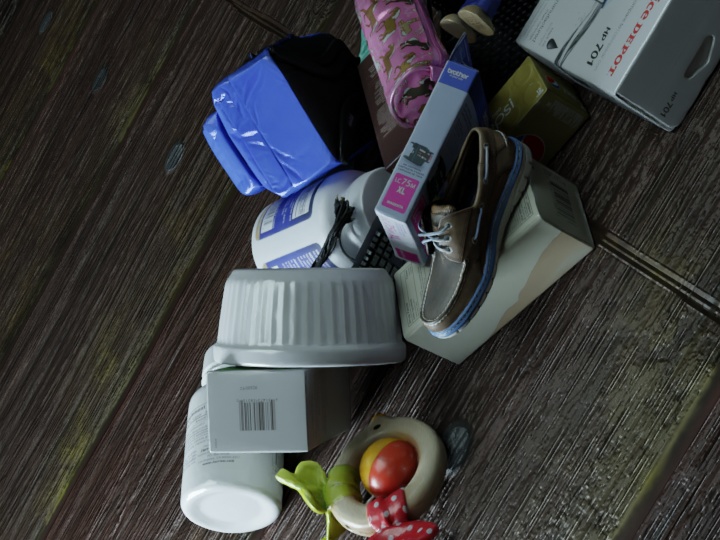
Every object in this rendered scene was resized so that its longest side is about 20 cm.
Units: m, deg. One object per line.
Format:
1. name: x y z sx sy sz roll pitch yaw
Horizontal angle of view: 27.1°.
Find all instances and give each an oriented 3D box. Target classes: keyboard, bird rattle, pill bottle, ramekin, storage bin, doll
1. keyboard: 0.000 0.000 1.597 0.127 0.021 0.201 39 126 18
2. bird rattle: 0.017 0.213 1.462 0.164 0.113 0.199 -54 30 -16
3. pill bottle: -0.023 -0.046 1.691 0.199 0.119 0.121 -19 52 50
4. pill bottle: -0.142 0.185 1.707 0.114 0.114 0.202 -36 40 39
5. ramekin: -0.051 0.045 1.521 0.202 0.201 0.095 2 93 57
6. storage bin: 0.165 -0.307 1.621 0.200 0.093 0.136 -38 39 39
7. doll: 0.152 -0.331 1.520 0.136 0.048 0.201 -9 54 65

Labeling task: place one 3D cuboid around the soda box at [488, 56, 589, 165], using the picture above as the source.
1. soda box: 0.142 -0.118 1.543 0.200 0.064 0.068 -49 34 24

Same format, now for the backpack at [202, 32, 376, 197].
1. backpack: -0.075 -0.183 1.722 0.167 0.164 0.200 -25 7 30

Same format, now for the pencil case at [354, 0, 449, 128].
1. pencil case: 0.050 -0.237 1.581 0.082 0.087 0.201 -17 46 3

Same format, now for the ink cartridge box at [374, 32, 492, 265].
1. ink cartridge box: 0.080 -0.116 1.453 0.042 0.119 0.201 19 75 17

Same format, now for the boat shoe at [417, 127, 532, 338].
1. boat shoe: 0.091 -0.039 1.399 0.072 0.072 0.202 7 75 56

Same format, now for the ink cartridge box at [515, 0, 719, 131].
1. ink cartridge box: 0.258 -0.239 1.434 0.147 0.085 0.200 -59 29 8

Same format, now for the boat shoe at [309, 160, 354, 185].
1. boat shoe: -0.053 -0.142 1.866 0.091 0.071 0.202 -15 49 54

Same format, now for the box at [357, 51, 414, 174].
1. box: 0.068 -0.170 1.660 0.075 0.100 0.201 -44 35 23

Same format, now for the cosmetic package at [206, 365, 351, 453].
1. cosmetic package: -0.080 0.136 1.541 0.200 0.106 0.086 -10 -83 -79

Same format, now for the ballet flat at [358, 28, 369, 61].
1. ballet flat: 0.031 -0.264 1.839 0.070 0.067 0.202 5 71 34

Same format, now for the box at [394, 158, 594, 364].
1. box: 0.127 -0.008 1.469 0.200 0.077 0.096 -43 37 32
